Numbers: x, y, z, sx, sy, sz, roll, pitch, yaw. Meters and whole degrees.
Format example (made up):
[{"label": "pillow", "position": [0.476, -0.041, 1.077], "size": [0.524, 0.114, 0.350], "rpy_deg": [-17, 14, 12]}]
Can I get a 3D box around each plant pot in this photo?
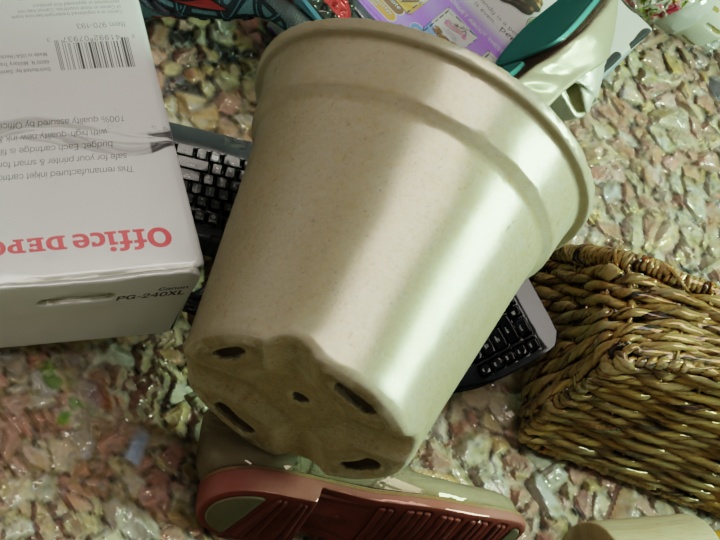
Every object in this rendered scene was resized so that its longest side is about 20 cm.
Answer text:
[{"label": "plant pot", "position": [0.000, 0.000, 1.442], "size": [0.200, 0.200, 0.184], "rpy_deg": [33, 61, -11]}]

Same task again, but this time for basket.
[{"label": "basket", "position": [0.208, 0.044, 1.643], "size": [0.199, 0.143, 0.150], "rpy_deg": [21, 51, -21]}]

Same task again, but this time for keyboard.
[{"label": "keyboard", "position": [-0.079, -0.022, 1.549], "size": [0.199, 0.021, 0.128], "rpy_deg": [13, 63, -10]}, {"label": "keyboard", "position": [0.028, -0.020, 1.602], "size": [0.104, 0.040, 0.201], "rpy_deg": [-29, 75, -3]}]

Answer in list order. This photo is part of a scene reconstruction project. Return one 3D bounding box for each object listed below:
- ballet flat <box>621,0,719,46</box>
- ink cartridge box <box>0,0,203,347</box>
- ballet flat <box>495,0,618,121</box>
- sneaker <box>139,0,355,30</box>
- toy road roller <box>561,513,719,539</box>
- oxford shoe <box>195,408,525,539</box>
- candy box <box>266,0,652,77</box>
[{"label": "ballet flat", "position": [0.238, -0.185, 1.846], "size": [0.200, 0.075, 0.064], "rpy_deg": [-13, 82, -56]}, {"label": "ink cartridge box", "position": [-0.181, -0.062, 1.477], "size": [0.144, 0.083, 0.201], "rpy_deg": [-5, 64, -21]}, {"label": "ballet flat", "position": [0.105, -0.107, 1.643], "size": [0.070, 0.069, 0.200], "rpy_deg": [47, 49, 2]}, {"label": "sneaker", "position": [-0.094, -0.185, 1.632], "size": [0.200, 0.096, 0.079], "rpy_deg": [37, 26, 7]}, {"label": "toy road roller", "position": [0.200, 0.216, 1.519], "size": [0.122, 0.146, 0.201], "rpy_deg": [-1, 61, -35]}, {"label": "oxford shoe", "position": [0.002, 0.114, 1.508], "size": [0.199, 0.070, 0.075], "rpy_deg": [14, 51, -26]}, {"label": "candy box", "position": [0.066, -0.155, 1.733], "size": [0.168, 0.072, 0.200], "rpy_deg": [47, 47, 3]}]
